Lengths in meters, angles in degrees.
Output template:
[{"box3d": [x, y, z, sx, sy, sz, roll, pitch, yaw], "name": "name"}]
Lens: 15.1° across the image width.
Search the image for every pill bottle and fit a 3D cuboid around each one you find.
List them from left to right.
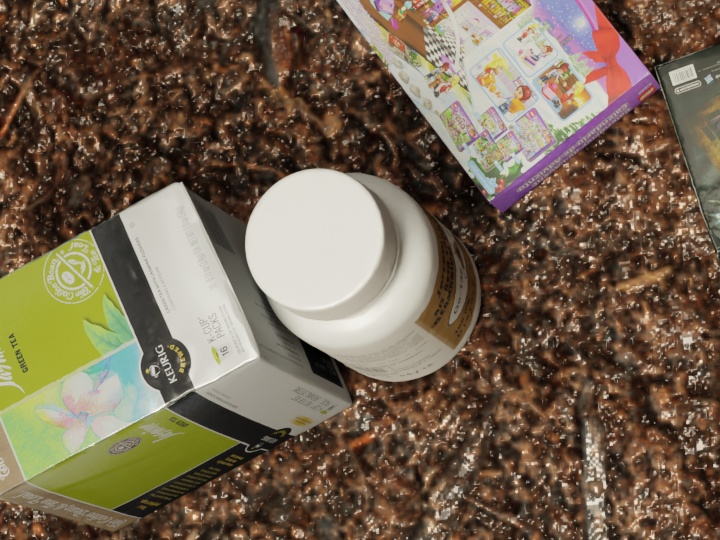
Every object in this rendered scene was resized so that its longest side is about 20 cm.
[{"box3d": [0.000, 0.000, 1.733, 0.114, 0.200, 0.115, -3, 78, 16], "name": "pill bottle"}]

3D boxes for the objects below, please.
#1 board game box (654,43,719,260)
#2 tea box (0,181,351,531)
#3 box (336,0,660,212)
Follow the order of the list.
[{"box3d": [0.304, -0.101, 1.752, 0.200, 0.028, 0.135, -19, 74, 12], "name": "board game box"}, {"box3d": [-0.140, 0.061, 1.764, 0.197, 0.200, 0.134, -29, 72, 9], "name": "tea box"}, {"box3d": [0.087, -0.158, 1.826, 0.137, 0.039, 0.200, -38, 70, 7], "name": "box"}]
